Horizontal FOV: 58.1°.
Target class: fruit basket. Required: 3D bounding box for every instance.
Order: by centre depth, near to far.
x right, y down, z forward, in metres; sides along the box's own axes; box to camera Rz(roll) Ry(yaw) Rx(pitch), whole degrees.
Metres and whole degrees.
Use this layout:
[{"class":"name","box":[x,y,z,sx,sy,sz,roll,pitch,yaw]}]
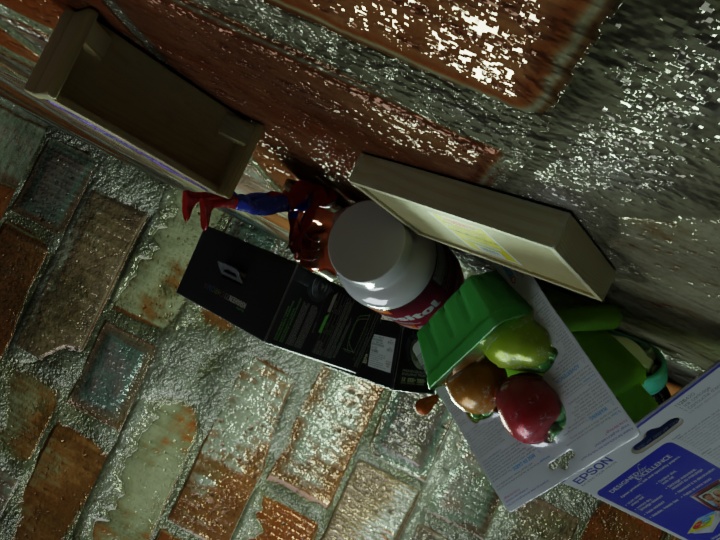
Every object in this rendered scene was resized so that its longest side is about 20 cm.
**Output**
[{"class":"fruit basket","box":[0.151,0.109,0.638,0.093,0.186,0.201,-15,-118,-42]}]

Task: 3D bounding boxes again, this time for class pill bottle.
[{"class":"pill bottle","box":[0.041,-0.005,0.727,0.112,0.114,0.200,24,176,27]}]

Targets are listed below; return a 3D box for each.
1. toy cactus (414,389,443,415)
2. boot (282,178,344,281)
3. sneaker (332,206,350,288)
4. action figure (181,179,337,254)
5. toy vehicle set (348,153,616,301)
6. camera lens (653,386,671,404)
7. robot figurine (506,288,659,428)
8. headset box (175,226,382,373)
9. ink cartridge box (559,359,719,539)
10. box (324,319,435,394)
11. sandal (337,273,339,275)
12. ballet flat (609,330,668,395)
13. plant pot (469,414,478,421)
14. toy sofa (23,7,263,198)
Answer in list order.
[{"class":"toy cactus","box":[0.140,0.157,0.793,0.200,0.103,0.165,41,-177,8]},{"class":"boot","box":[-0.062,-0.050,0.900,0.075,0.108,0.200,34,178,32]},{"class":"sneaker","box":[0.000,0.000,0.896,0.114,0.076,0.200,-19,133,33]},{"class":"action figure","box":[-0.106,-0.054,0.760,0.198,0.100,0.065,-15,-152,-39]},{"class":"toy vehicle set","box":[0.097,-0.037,0.535,0.199,0.027,0.124,24,176,39]},{"class":"camera lens","box":[0.390,0.219,1.061,0.159,0.162,0.200,27,177,-22]},{"class":"robot figurine","box":[0.221,0.103,0.701,0.200,0.115,0.176,50,163,33]},{"class":"headset box","box":[-0.100,0.035,0.795,0.173,0.094,0.199,21,176,39]},{"class":"ink cartridge box","box":[0.320,0.165,0.602,0.198,0.198,0.047,29,-147,-15]},{"class":"box","box":[0.066,0.122,0.948,0.162,0.088,0.199,12,176,-29]},{"class":"sandal","box":[-0.011,-0.024,1.047,0.079,0.088,0.199,41,167,-34]},{"class":"ballet flat","box":[0.279,0.083,0.791,0.198,0.068,0.071,25,153,20]},{"class":"plant pot","box":[0.210,0.133,1.099,0.199,0.202,0.184,27,-172,-17]},{"class":"toy sofa","box":[-0.201,-0.151,0.614,0.199,0.084,0.097,29,174,-41]}]
